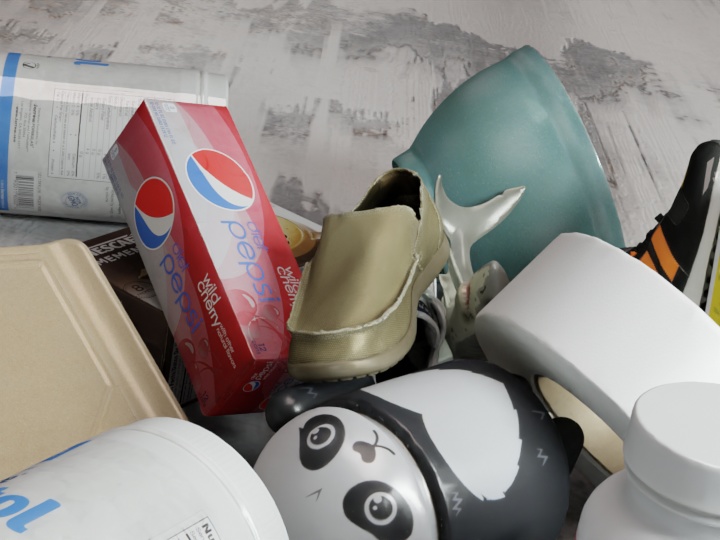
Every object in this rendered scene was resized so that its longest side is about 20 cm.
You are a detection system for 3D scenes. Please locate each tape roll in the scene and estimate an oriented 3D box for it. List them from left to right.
[{"bbox_3d":[0.157,0.074,0.892,0.071,0.203,0.202,-43,41,-9],"label":"tape roll"}]

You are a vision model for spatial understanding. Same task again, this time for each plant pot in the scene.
[{"bbox_3d":[0.105,-0.056,1.230,0.134,0.201,0.200,-23,27,-2],"label":"plant pot"}]

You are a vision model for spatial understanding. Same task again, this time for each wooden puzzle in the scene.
[{"bbox_3d":[-0.204,0.067,0.892,0.199,0.037,0.185,-10,59,-48],"label":"wooden puzzle"}]

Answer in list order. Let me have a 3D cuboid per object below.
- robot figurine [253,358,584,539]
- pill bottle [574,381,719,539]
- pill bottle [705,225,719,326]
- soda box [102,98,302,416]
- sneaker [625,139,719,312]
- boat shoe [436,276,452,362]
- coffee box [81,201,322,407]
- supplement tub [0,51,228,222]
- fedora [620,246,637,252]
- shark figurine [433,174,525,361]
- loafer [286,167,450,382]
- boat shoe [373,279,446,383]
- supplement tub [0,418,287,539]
[{"bbox_3d":[0.032,0.116,0.841,0.199,0.126,0.150,-14,5,-43],"label":"robot figurine"},{"bbox_3d":[0.141,0.156,0.687,0.108,0.201,0.109,6,22,-3],"label":"pill bottle"},{"bbox_3d":[0.265,0.050,0.974,0.111,0.201,0.111,5,23,-2],"label":"pill bottle"},{"bbox_3d":[-0.090,-0.010,0.978,0.070,0.063,0.201,0,53,-42],"label":"soda box"},{"bbox_3d":[0.187,0.006,1.031,0.090,0.201,0.070,13,-3,18],"label":"sneaker"},{"bbox_3d":[-0.007,0.031,1.084,0.199,0.073,0.062,-1,49,-38],"label":"boat shoe"},{"bbox_3d":[-0.109,0.018,1.085,0.113,0.080,0.200,26,29,30],"label":"coffee box"},{"bbox_3d":[-0.211,-0.105,1.282,0.199,0.133,0.132,4,23,-9],"label":"supplement tub"},{"bbox_3d":[0.214,0.042,1.117,0.199,0.092,0.201,6,23,-3],"label":"fedora"},{"bbox_3d":[0.093,0.022,1.052,0.089,0.129,0.215,4,20,-2],"label":"shark figurine"},{"bbox_3d":[0.000,0.000,0.922,0.076,0.068,0.200,-8,23,18],"label":"loafer"},{"bbox_3d":[0.026,0.040,1.000,0.073,0.065,0.201,30,48,-25],"label":"boat shoe"},{"bbox_3d":[-0.137,0.155,0.672,0.131,0.133,0.200,21,26,28],"label":"supplement tub"}]
